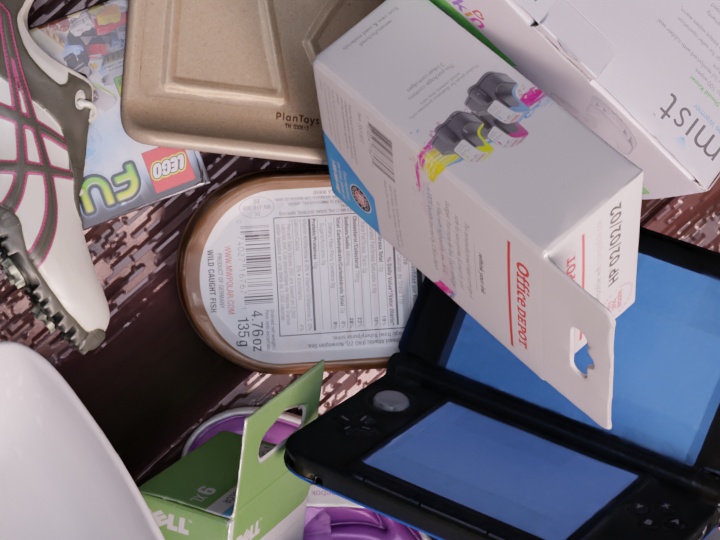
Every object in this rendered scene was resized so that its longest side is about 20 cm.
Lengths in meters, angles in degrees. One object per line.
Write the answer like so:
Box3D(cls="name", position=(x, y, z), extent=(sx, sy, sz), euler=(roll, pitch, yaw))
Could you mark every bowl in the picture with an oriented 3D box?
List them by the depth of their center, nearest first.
Box3D(cls="bowl", position=(-0.196, 0.157, 0.980), extent=(0.199, 0.075, 0.201), euler=(-29, 76, -16))

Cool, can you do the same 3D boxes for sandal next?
Box3D(cls="sandal", position=(-0.007, 0.146, 1.117), extent=(0.202, 0.050, 0.083), euler=(38, 88, -8))

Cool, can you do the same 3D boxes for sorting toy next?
Box3D(cls="sorting toy", position=(-0.031, -0.155, 1.084), extent=(0.184, 0.036, 0.201), euler=(5, 84, -18))

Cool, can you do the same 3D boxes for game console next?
Box3D(cls="game console", position=(0.088, 0.053, 1.013), extent=(0.199, 0.170, 0.119), euler=(20, 117, 28))

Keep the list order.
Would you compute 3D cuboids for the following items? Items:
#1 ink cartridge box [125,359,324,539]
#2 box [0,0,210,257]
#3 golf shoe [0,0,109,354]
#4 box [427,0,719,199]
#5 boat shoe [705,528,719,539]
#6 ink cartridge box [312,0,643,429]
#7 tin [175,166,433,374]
Box3D(cls="ink cartridge box", position=(-0.074, 0.146, 1.054), extent=(0.059, 0.104, 0.201), euler=(14, 108, 19))
Box3D(cls="box", position=(-0.191, -0.063, 1.085), extent=(0.199, 0.035, 0.111), euler=(-22, 97, -6))
Box3D(cls="golf shoe", position=(-0.163, -0.056, 1.035), extent=(0.088, 0.077, 0.201), euler=(-26, 98, -12))
Box3D(cls="box", position=(0.130, -0.164, 1.002), extent=(0.200, 0.097, 0.177), euler=(41, 77, -15))
Box3D(cls="boat shoe", position=(0.127, 0.126, 1.086), extent=(0.091, 0.201, 0.071), euler=(-41, 135, 18))
Box3D(cls="ink cartridge box", position=(0.070, -0.030, 0.981), extent=(0.068, 0.115, 0.200), euler=(-39, 63, -17))
Box3D(cls="tin", position=(0.000, 0.000, 1.115), extent=(0.199, 0.042, 0.113), euler=(-4, 99, -8))
